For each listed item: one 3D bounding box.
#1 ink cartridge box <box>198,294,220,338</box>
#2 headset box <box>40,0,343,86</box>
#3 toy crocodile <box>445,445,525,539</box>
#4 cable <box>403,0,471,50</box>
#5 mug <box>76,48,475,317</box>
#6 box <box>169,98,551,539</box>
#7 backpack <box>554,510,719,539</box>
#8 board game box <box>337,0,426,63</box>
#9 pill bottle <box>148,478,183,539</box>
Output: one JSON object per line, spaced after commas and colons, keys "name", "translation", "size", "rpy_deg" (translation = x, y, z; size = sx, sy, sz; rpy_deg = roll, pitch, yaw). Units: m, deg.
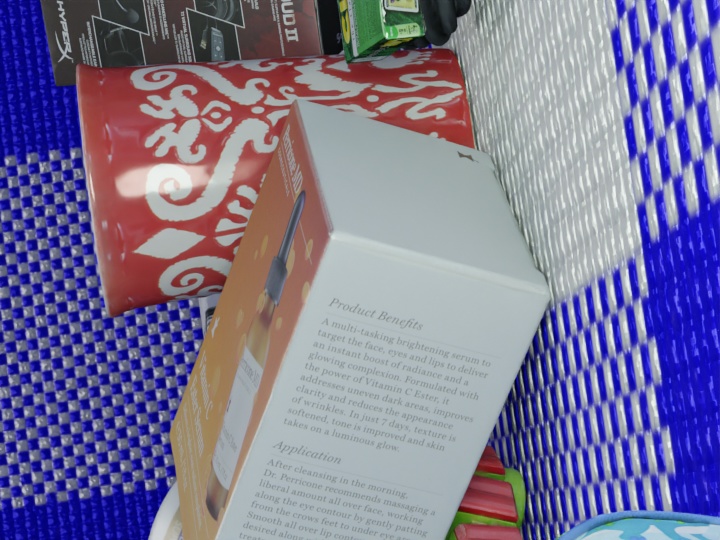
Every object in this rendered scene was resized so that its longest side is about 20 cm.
{"name": "ink cartridge box", "translation": [-0.029, 0.056, 1.547], "size": [0.084, 0.146, 0.200], "rpy_deg": [91, 170, -47]}
{"name": "headset box", "translation": [-0.081, -0.175, 1.465], "size": [0.149, 0.200, 0.077], "rpy_deg": [-51, -43, -65]}
{"name": "toy crocodile", "translation": [0.055, 0.128, 1.127], "size": [0.200, 0.067, 0.062], "rpy_deg": [-105, 29, -56]}
{"name": "cable", "translation": [0.034, -0.188, 1.072], "size": [0.163, 0.051, 0.200], "rpy_deg": [-113, 18, -55]}
{"name": "mug", "translation": [-0.047, -0.071, 1.240], "size": [0.133, 0.200, 0.178], "rpy_deg": [89, 173, -54]}
{"name": "box", "translation": [-0.007, 0.047, 1.095], "size": [0.152, 0.106, 0.200], "rpy_deg": [-106, 34, -62]}
{"name": "backpack", "translation": [0.078, 0.128, 0.435], "size": [0.200, 0.163, 0.154], "rpy_deg": [0, -89, -88]}
{"name": "board game box", "translation": [-0.003, -0.199, 1.060], "size": [0.105, 0.023, 0.200], "rpy_deg": [177, 85, -78]}
{"name": "pill bottle", "translation": [-0.007, 0.174, 1.208], "size": [0.200, 0.111, 0.111], "rpy_deg": [28, 139, 33]}
